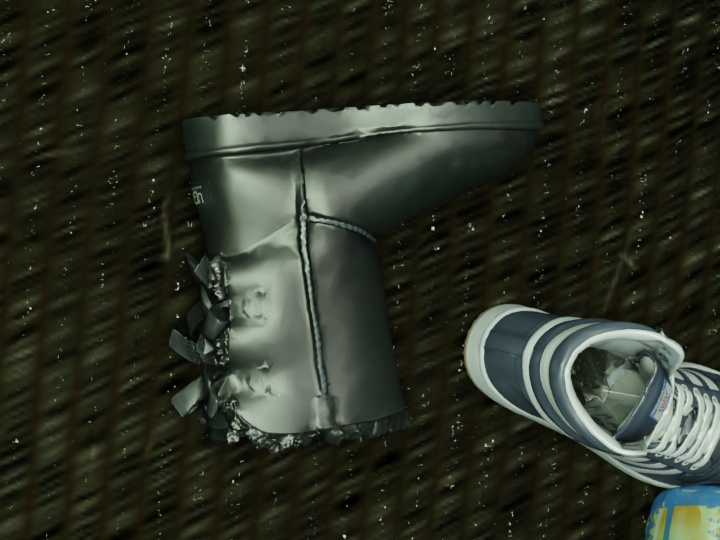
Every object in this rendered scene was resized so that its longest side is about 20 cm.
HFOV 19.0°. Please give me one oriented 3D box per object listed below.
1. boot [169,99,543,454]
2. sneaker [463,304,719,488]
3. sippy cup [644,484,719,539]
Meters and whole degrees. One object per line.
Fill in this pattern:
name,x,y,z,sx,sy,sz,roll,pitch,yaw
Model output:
boot,0.001,0.000,1.058,0.196,0.073,0.164,-6,93,-17
sneaker,0.159,0.074,1.114,0.199,0.108,0.071,22,84,-24
sippy cup,0.199,0.183,1.134,0.178,0.138,0.132,25,67,-62
